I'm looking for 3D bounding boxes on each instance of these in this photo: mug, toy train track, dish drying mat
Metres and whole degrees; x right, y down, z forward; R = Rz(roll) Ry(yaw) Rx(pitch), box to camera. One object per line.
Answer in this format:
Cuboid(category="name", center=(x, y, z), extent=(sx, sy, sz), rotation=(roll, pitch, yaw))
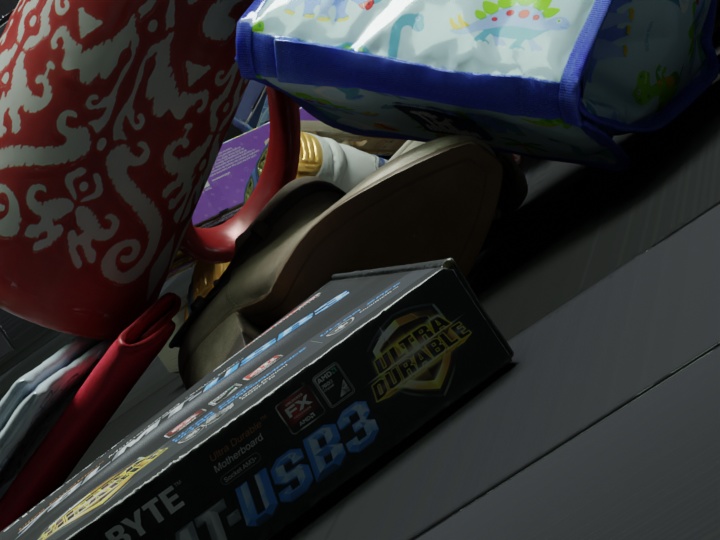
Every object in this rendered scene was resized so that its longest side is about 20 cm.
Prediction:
Cuboid(category="mug", center=(-0.109, -0.089, 1.123), extent=(0.177, 0.133, 0.201), rotation=(-12, -48, -62))
Cuboid(category="toy train track", center=(0.028, -0.064, 1.310), extent=(0.199, 0.033, 0.115), rotation=(-1, -29, -46))
Cuboid(category="dish drying mat", center=(-0.150, 0.097, 1.106), extent=(0.200, 0.018, 0.077), rotation=(-52, -2, 23))

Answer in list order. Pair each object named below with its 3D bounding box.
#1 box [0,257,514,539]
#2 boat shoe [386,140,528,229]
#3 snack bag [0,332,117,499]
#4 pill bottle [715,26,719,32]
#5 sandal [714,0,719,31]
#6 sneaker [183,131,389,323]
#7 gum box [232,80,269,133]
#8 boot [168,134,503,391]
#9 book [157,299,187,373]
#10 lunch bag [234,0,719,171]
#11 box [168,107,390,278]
Cuboid(category="box", center=(-0.054, 0.072, 0.887), extent=(0.199, 0.050, 0.198), rotation=(-36, 7, -10))
Cuboid(category="boat shoe", center=(0.000, 0.000, 1.180), extent=(0.200, 0.057, 0.067), rotation=(-38, 41, 18))
Cuboid(category="snack bag", center=(-0.181, 0.105, 1.134), extent=(0.200, 0.021, 0.189), rotation=(-51, -2, 17))
Cuboid(category="pill bottle", center=(0.223, -0.217, 1.239), extent=(0.199, 0.120, 0.120), rotation=(-30, 8, 38))
Cuboid(category="sandal", center=(0.178, -0.188, 1.162), extent=(0.212, 0.070, 0.078), rotation=(-57, -13, 30))
Cuboid(category="sneaker", center=(-0.037, 0.006, 1.274), extent=(0.200, 0.088, 0.076), rotation=(127, 146, -47))
Cuboid(category="gum box", center=(-0.017, -0.151, 1.499), extent=(0.171, 0.044, 0.200), rotation=(-60, -19, -1))
Cuboid(category="boot", center=(-0.016, -0.009, 1.078), extent=(0.200, 0.070, 0.146), rotation=(-44, 19, 14))
Cuboid(category="book", center=(-0.032, -0.011, 1.446), extent=(0.200, 0.048, 0.133), rotation=(-36, 4, -22))
Cuboid(category="lunch bag", center=(0.060, -0.117, 1.068), extent=(0.169, 0.128, 0.200), rotation=(9, 23, 25))
Cuboid(category="box", center=(-0.057, -0.053, 1.373), extent=(0.199, 0.039, 0.137), rotation=(-27, -6, -31))
